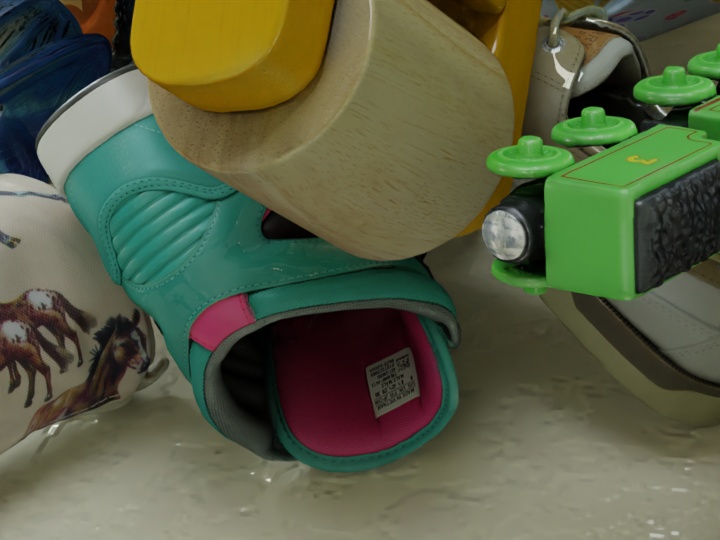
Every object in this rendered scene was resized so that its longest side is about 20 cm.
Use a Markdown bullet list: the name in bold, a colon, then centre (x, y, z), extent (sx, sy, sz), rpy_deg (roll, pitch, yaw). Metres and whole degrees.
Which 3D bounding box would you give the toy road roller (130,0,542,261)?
- **toy road roller**: centre (-0.032, -0.106, 0.799), extent (0.146, 0.123, 0.200), rpy_deg (-4, 70, 31)

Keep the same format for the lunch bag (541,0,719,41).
- **lunch bag**: centre (0.129, -0.163, 0.976), extent (0.170, 0.127, 0.200), rpy_deg (-25, -1, -22)

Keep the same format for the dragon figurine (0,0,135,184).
- **dragon figurine**: centre (-0.112, -0.056, 0.960), extent (0.200, 0.099, 0.059), rpy_deg (-23, 36, -21)

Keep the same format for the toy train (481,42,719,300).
- **toy train**: centre (0.104, -0.035, 0.770), extent (0.056, 0.042, 0.200), rpy_deg (10, 23, 36)

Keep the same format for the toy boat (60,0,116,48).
- **toy boat**: centre (-0.113, -0.135, 1.073), extent (0.200, 0.131, 0.131), rpy_deg (-21, 55, -18)

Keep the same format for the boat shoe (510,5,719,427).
- **boat shoe**: centre (0.057, -0.047, 0.853), extent (0.200, 0.068, 0.075), rpy_deg (43, 32, 9)

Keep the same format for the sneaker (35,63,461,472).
- **sneaker**: centre (0.000, 0.000, 0.873), extent (0.200, 0.084, 0.121), rpy_deg (-2, 59, -52)

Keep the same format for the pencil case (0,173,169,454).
- **pencil case**: centre (-0.150, 0.044, 0.839), extent (0.200, 0.089, 0.078), rpy_deg (-32, 12, -32)
